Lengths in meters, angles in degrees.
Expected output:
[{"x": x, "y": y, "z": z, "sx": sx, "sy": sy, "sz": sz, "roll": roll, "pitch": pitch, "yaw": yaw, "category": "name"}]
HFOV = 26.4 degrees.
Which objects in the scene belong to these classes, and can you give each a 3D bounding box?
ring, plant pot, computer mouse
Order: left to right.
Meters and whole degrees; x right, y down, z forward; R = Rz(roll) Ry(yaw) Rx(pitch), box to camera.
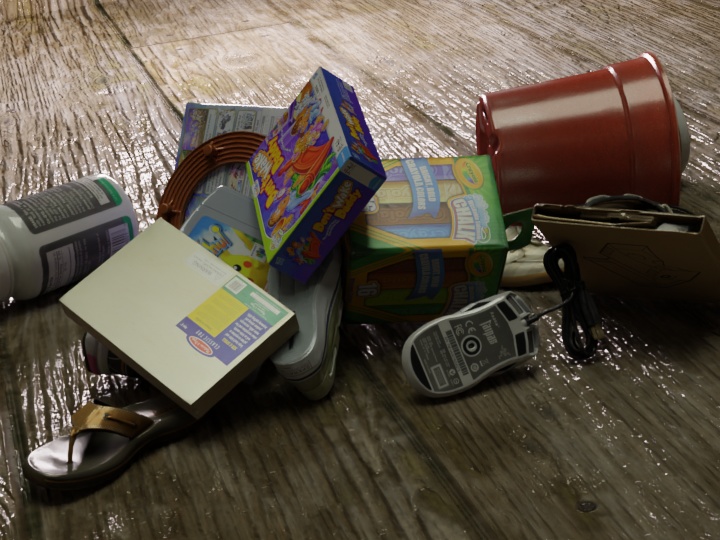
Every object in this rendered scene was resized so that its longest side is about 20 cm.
[{"x": -0.144, "y": -0.054, "z": 1.658, "sx": 0.200, "sy": 0.201, "sz": 0.019, "roll": 6, "pitch": -7, "yaw": 31, "category": "ring"}, {"x": 0.126, "y": 0.057, "z": 1.426, "sx": 0.199, "sy": 0.110, "sz": 0.044, "roll": -21, "pitch": -2, "yaw": -14, "category": "computer mouse"}, {"x": 0.235, "y": -0.132, "z": 1.706, "sx": 0.194, "sy": 0.202, "sz": 0.201, "roll": -7, "pitch": 21, "yaw": -3, "category": "plant pot"}]

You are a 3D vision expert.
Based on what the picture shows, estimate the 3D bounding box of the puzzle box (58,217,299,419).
[{"x": -0.170, "y": 0.041, "z": 1.428, "sx": 0.133, "sy": 0.025, "sz": 0.200, "roll": -40, "pitch": 54, "yaw": -22, "category": "puzzle box"}]

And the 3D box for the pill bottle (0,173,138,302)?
[{"x": -0.365, "y": -0.033, "z": 1.762, "sx": 0.200, "sy": 0.114, "sz": 0.113, "roll": -23, "pitch": 26, "yaw": -37, "category": "pill bottle"}]

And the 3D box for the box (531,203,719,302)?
[{"x": 0.270, "y": -0.014, "z": 1.468, "sx": 0.163, "sy": 0.021, "sz": 0.200, "roll": 6, "pitch": -18, "yaw": 26, "category": "box"}]

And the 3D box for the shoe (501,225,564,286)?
[{"x": 0.138, "y": -0.023, "z": 1.664, "sx": 0.199, "sy": 0.054, "sz": 0.070, "roll": 11, "pitch": 27, "yaw": 38, "category": "shoe"}]

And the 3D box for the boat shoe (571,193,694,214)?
[{"x": 0.289, "y": -0.045, "z": 1.584, "sx": 0.199, "sy": 0.074, "sz": 0.060, "roll": 4, "pitch": -24, "yaw": -32, "category": "boat shoe"}]

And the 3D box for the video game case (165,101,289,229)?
[{"x": -0.126, "y": -0.081, "z": 1.690, "sx": 0.181, "sy": 0.201, "sz": 0.045, "roll": 6, "pitch": -7, "yaw": 29, "category": "video game case"}]

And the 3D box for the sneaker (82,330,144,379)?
[{"x": -0.187, "y": 0.059, "z": 1.550, "sx": 0.086, "sy": 0.081, "sz": 0.200, "roll": 18, "pitch": 38, "yaw": 24, "category": "sneaker"}]

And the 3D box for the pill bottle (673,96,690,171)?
[{"x": 0.288, "y": -0.149, "z": 1.862, "sx": 0.199, "sy": 0.112, "sz": 0.111, "roll": -13, "pitch": 22, "yaw": -14, "category": "pill bottle"}]

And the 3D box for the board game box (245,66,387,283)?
[{"x": -0.047, "y": -0.097, "z": 1.497, "sx": 0.045, "sy": 0.135, "sz": 0.200, "roll": 29, "pitch": 22, "yaw": -25, "category": "board game box"}]

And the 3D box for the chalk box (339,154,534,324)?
[{"x": 0.079, "y": -0.030, "z": 1.535, "sx": 0.199, "sy": 0.125, "sz": 0.124, "roll": -2, "pitch": 53, "yaw": -5, "category": "chalk box"}]

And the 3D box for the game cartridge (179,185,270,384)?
[{"x": -0.130, "y": 0.008, "z": 1.522, "sx": 0.133, "sy": 0.041, "sz": 0.200, "roll": 21, "pitch": 52, "yaw": 0, "category": "game cartridge"}]

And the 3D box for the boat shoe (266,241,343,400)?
[{"x": -0.051, "y": 0.039, "z": 1.474, "sx": 0.072, "sy": 0.062, "sz": 0.200, "roll": -10, "pitch": 41, "yaw": 17, "category": "boat shoe"}]

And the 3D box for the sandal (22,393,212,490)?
[{"x": -0.215, "y": 0.136, "z": 1.359, "sx": 0.200, "sy": 0.055, "sz": 0.082, "roll": -23, "pitch": 27, "yaw": -38, "category": "sandal"}]
